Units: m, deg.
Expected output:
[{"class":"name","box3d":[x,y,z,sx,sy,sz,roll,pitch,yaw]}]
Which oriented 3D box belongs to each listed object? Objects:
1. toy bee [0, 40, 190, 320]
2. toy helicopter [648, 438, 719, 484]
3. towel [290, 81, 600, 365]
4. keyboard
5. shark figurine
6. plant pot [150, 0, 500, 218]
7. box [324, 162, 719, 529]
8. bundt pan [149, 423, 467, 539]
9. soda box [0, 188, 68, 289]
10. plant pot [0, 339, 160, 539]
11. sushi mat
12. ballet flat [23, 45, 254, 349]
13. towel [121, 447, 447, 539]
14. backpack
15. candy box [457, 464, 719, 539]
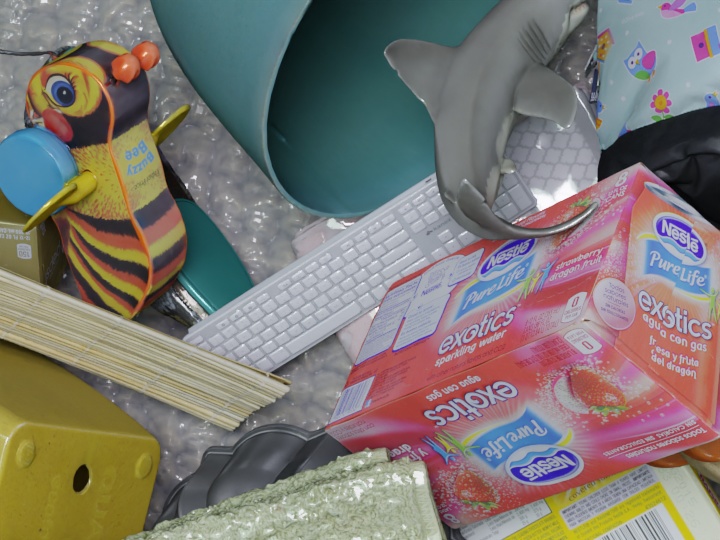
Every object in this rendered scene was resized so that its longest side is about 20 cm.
[{"class":"toy bee","box3d":[-0.140,-0.069,1.175,0.109,0.200,0.131,-16,37,39]},{"class":"toy helicopter","box3d":[0.240,0.079,1.156,0.200,0.079,0.132,36,75,-6]},{"class":"towel","box3d":[0.087,0.024,1.252,0.191,0.032,0.200,-30,80,8]},{"class":"keyboard","box3d":[0.000,0.000,1.231,0.200,0.056,0.011,-32,39,7]},{"class":"shark figurine","box3d":[0.049,-0.077,1.130,0.089,0.215,0.128,36,131,-21]},{"class":"plant pot","box3d":[-0.019,-0.156,1.207,0.201,0.201,0.161,-50,57,4]},{"class":"box","box3d":[0.088,0.041,1.119,0.095,0.200,0.103,38,52,-21]},{"class":"bundt pan","box3d":[-0.035,0.187,1.209,0.201,0.076,0.202,6,107,20]},{"class":"soda box","box3d":[-0.263,-0.029,1.261,0.199,0.068,0.064,6,127,7]},{"class":"plant pot","box3d":[-0.223,0.128,1.197,0.176,0.200,0.200,13,89,30]},{"class":"sushi mat","box3d":[-0.141,0.039,1.222,0.200,0.096,0.012,23,64,-14]},{"class":"ballet flat","box3d":[-0.127,-0.031,1.289,0.072,0.072,0.201,-34,80,7]},{"class":"towel","box3d":[-0.042,0.180,1.137,0.200,0.036,0.149,-18,97,10]},{"class":"backpack","box3d":[0.195,-0.122,1.168,0.167,0.127,0.200,-10,63,32]},{"class":"candy box","box3d":[0.089,0.145,1.217,0.200,0.026,0.102,-30,89,18]}]
